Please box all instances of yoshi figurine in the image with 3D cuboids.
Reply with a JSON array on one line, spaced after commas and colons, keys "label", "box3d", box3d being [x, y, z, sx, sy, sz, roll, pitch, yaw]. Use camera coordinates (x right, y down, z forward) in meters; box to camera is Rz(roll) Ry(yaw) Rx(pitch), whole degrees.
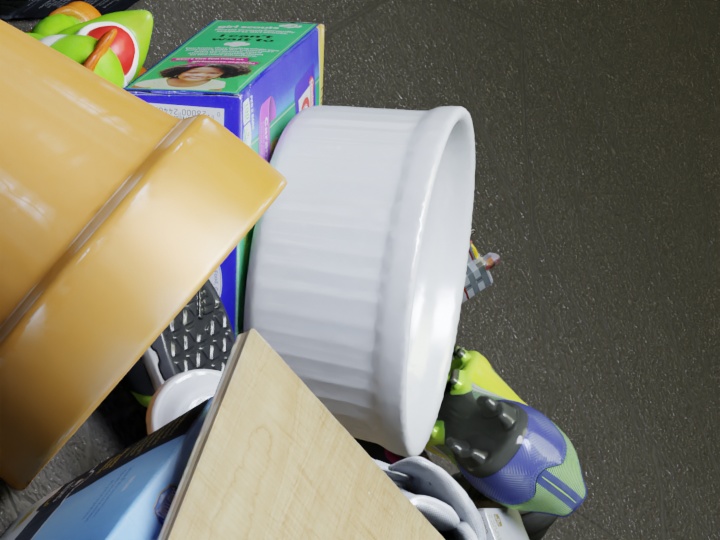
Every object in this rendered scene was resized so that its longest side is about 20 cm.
[{"label": "yoshi figurine", "box3d": [-0.176, -0.089, 1.656, 0.200, 0.112, 0.113, -82, 173, -80]}]

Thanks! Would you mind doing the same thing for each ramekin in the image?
[{"label": "ramekin", "box3d": [0.000, 0.000, 1.665, 0.200, 0.097, 0.201, 9, 90, -80]}]

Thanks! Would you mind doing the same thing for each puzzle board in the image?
[{"label": "puzzle board", "box3d": [-0.029, 0.137, 1.306, 0.151, 0.017, 0.200, 49, 31, -20]}]

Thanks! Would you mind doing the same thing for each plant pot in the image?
[{"label": "plant pot", "box3d": [-0.168, -0.028, 1.421, 0.183, 0.200, 0.200, 41, 20, -3]}]

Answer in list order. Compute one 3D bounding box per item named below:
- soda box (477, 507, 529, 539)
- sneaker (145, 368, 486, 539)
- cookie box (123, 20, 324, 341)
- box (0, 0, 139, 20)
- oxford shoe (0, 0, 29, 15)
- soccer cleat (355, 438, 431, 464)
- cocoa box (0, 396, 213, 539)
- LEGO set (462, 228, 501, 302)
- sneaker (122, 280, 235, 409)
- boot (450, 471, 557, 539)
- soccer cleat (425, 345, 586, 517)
[{"label": "soda box", "box3d": [0.089, 0.238, 1.663, 0.201, 0.063, 0.068, 69, 17, 10]}, {"label": "sneaker", "box3d": [-0.014, 0.109, 1.463, 0.200, 0.075, 0.115, 34, -15, -3]}, {"label": "cookie box", "box3d": [-0.079, -0.044, 1.693, 0.200, 0.075, 0.172, -55, 148, -70]}, {"label": "box", "box3d": [-0.186, -0.243, 1.809, 0.148, 0.104, 0.200, 59, 19, 4]}, {"label": "oxford shoe", "box3d": [-0.252, -0.214, 1.629, 0.200, 0.072, 0.085, 43, 38, -64]}, {"label": "soccer cleat", "box3d": [0.021, 0.128, 1.815, 0.086, 0.070, 0.201, 34, 31, -61]}, {"label": "cocoa box", "box3d": [-0.103, 0.169, 1.340, 0.134, 0.131, 0.200, 56, 19, -8]}, {"label": "LEGO set", "box3d": [0.005, -0.047, 1.883, 0.200, 0.116, 0.154, 53, -6, 37]}, {"label": "sneaker", "box3d": [-0.137, 0.010, 1.577, 0.201, 0.083, 0.072, 64, 33, -14]}, {"label": "boot", "box3d": [0.120, 0.216, 1.826, 0.201, 0.072, 0.182, 65, -18, -2]}, {"label": "soccer cleat", "box3d": [0.081, 0.101, 1.740, 0.084, 0.065, 0.200, 39, 2, -16]}]
